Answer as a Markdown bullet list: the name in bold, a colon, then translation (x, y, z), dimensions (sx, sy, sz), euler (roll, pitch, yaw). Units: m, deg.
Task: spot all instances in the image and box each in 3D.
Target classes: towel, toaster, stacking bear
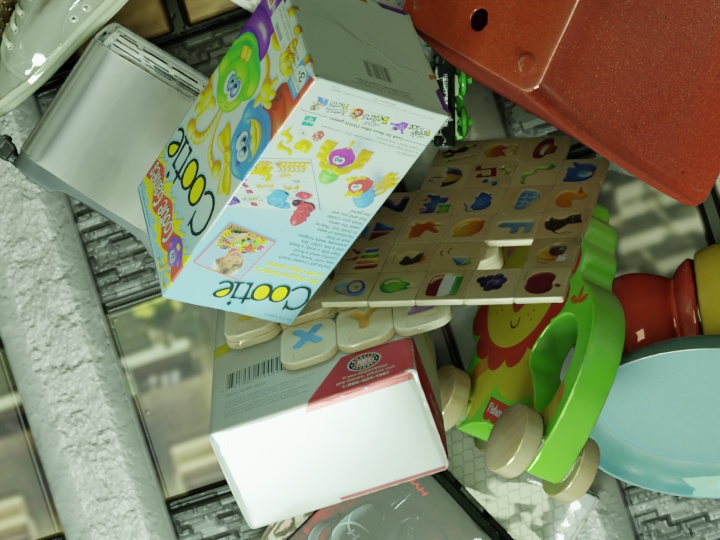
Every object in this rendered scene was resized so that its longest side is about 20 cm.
- **towel**: translation (0.047, 0.191, 1.396), dimensions (0.199, 0.032, 0.192), euler (33, 97, 6)
- **toaster**: translation (-0.153, -0.090, 1.371), dimensions (0.199, 0.114, 0.130), euler (32, 92, 7)
- **stacking bear**: translation (0.259, 0.032, 1.321), dimensions (0.199, 0.122, 0.114), euler (-8, 58, 11)

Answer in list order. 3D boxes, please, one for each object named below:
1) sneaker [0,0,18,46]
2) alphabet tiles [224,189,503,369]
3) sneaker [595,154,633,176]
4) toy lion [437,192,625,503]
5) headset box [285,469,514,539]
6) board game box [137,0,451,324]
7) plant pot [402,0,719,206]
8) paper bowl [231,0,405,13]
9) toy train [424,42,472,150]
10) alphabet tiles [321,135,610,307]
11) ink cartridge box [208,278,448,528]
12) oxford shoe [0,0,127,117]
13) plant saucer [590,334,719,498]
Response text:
- **sneaker**: translation (-0.238, -0.256, 1.402), dimensions (0.200, 0.067, 0.090), euler (-40, 75, 11)
- **alphabet tiles**: translation (0.000, 0.000, 1.318), dimensions (0.199, 0.196, 0.015), euler (-17, 117, 8)
- **sneaker**: translation (0.203, -0.160, 1.340), dimensions (0.086, 0.075, 0.201), euler (7, 93, 13)
- **toy lion**: translation (0.125, 0.041, 1.296), dimensions (0.068, 0.200, 0.193), euler (25, 91, -21)
- **headset box**: translation (0.008, 0.234, 1.349), dimensions (0.200, 0.077, 0.149), euler (-44, 85, 6)
- **board game box**: translation (-0.048, -0.075, 1.223), dimensions (0.200, 0.104, 0.103), euler (-52, 40, 33)
- **plant pot**: translation (0.149, -0.183, 1.240), dimensions (0.200, 0.176, 0.201), euler (36, 107, 40)
- **paper bowl**: translation (-0.050, -0.225, 1.304), dimensions (0.200, 0.201, 0.105), euler (33, 96, 5)
- **toy train**: translation (0.060, -0.187, 1.364), dimensions (0.041, 0.056, 0.201), euler (0, 93, 2)
- **alphabet tiles**: translation (0.078, -0.036, 1.301), dimensions (0.166, 0.200, 0.008), euler (-2, 124, 21)
- **ink cartridge box**: translation (-0.022, 0.072, 1.311), dimensions (0.144, 0.200, 0.084), euler (-19, 117, 8)
- **oxford shoe**: translation (-0.228, -0.181, 1.373), dimensions (0.058, 0.075, 0.200), euler (37, 124, -21)
- **plant saucer**: translation (0.244, 0.098, 1.305), dimensions (0.199, 0.201, 0.028), euler (1, 55, 8)
